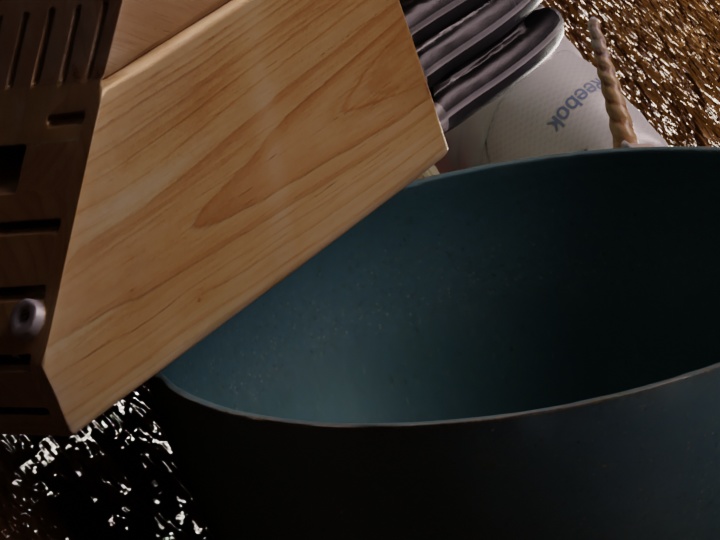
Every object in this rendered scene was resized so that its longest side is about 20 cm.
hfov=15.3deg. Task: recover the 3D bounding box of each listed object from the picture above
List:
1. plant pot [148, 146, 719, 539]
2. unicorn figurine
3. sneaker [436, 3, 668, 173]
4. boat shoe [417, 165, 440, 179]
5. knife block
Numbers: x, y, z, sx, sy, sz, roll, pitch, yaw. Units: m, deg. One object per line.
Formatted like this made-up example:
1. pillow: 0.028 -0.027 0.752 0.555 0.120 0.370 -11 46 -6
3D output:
1. plant pot: 0.052 0.062 0.724 0.200 0.200 0.135 -76 157 -70
2. unicorn figurine: 0.106 0.039 0.855 0.137 0.200 0.074 13 21 -24
3. sneaker: 0.072 -0.006 0.970 0.087 0.074 0.200 41 -18 27
4. boat shoe: 0.000 0.000 0.882 0.200 0.074 0.066 36 34 -20
5. knife block: -0.023 -0.036 0.705 0.175 0.064 0.200 24 71 -43
